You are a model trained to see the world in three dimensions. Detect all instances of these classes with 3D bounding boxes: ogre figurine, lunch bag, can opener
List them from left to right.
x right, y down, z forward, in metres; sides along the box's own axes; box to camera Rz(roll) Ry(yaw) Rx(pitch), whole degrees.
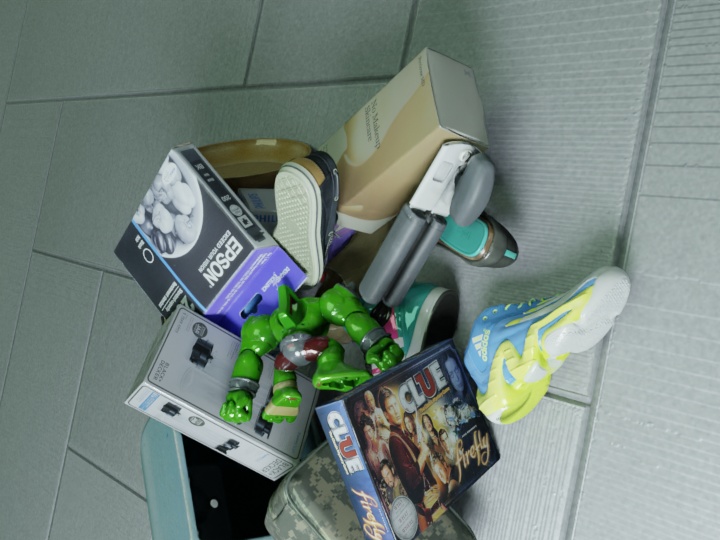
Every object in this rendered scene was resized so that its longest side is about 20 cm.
[{"bbox_3d":[-0.058,0.083,0.804,0.199,0.098,0.121,-32,50,28],"label":"ogre figurine"},{"bbox_3d":[-0.003,0.276,0.772,0.200,0.139,0.168,44,140,13],"label":"lunch bag"},{"bbox_3d":[0.066,-0.036,0.751,0.201,0.053,0.067,-61,36,26],"label":"can opener"}]

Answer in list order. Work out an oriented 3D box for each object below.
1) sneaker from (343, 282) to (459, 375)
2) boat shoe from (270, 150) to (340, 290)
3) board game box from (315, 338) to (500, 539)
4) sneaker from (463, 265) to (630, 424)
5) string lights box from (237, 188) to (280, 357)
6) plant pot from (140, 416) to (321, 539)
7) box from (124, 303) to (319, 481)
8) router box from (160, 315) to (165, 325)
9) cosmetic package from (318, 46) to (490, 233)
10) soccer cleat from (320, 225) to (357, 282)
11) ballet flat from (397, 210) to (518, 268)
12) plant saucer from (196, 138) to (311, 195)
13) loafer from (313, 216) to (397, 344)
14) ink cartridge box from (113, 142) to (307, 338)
[{"bbox_3d":[0.023,0.098,0.851,0.120,0.083,0.201,22,90,39],"label":"sneaker"},{"bbox_3d":[-0.057,-0.049,0.813,0.074,0.062,0.201,33,145,18],"label":"boat shoe"},{"bbox_3d":[0.053,0.156,0.708,0.034,0.199,0.136,-24,87,36],"label":"board game box"},{"bbox_3d":[0.166,0.052,0.733,0.200,0.075,0.105,-53,50,23],"label":"sneaker"},{"bbox_3d":[-0.125,0.007,0.938,0.103,0.058,0.202,-128,42,-63],"label":"string lights box"},{"bbox_3d":[-0.175,0.267,0.941,0.200,0.195,0.198,-42,55,42],"label":"plant pot"},{"bbox_3d":[-0.151,0.142,0.860,0.060,0.199,0.117,-42,24,41],"label":"box"},{"bbox_3d":[-0.215,0.124,1.093,0.157,0.052,0.201,-35,59,33],"label":"router box"},{"bbox_3d":[0.039,-0.132,0.807,0.200,0.071,0.106,-36,52,44],"label":"cosmetic package"},{"bbox_3d":[-0.025,-0.075,0.939,0.067,0.076,0.201,40,110,39],"label":"soccer cleat"},{"bbox_3d":[0.100,-0.051,0.815,0.068,0.068,0.200,-62,36,15],"label":"ballet flat"},{"bbox_3d":[-0.164,-0.139,1.024,0.199,0.199,0.036,20,123,43],"label":"plant saucer"},{"bbox_3d":[0.000,0.000,0.905,0.076,0.067,0.201,37,107,41],"label":"loafer"},{"bbox_3d":[-0.181,-0.008,0.862,0.200,0.043,0.198,48,129,5],"label":"ink cartridge box"}]
